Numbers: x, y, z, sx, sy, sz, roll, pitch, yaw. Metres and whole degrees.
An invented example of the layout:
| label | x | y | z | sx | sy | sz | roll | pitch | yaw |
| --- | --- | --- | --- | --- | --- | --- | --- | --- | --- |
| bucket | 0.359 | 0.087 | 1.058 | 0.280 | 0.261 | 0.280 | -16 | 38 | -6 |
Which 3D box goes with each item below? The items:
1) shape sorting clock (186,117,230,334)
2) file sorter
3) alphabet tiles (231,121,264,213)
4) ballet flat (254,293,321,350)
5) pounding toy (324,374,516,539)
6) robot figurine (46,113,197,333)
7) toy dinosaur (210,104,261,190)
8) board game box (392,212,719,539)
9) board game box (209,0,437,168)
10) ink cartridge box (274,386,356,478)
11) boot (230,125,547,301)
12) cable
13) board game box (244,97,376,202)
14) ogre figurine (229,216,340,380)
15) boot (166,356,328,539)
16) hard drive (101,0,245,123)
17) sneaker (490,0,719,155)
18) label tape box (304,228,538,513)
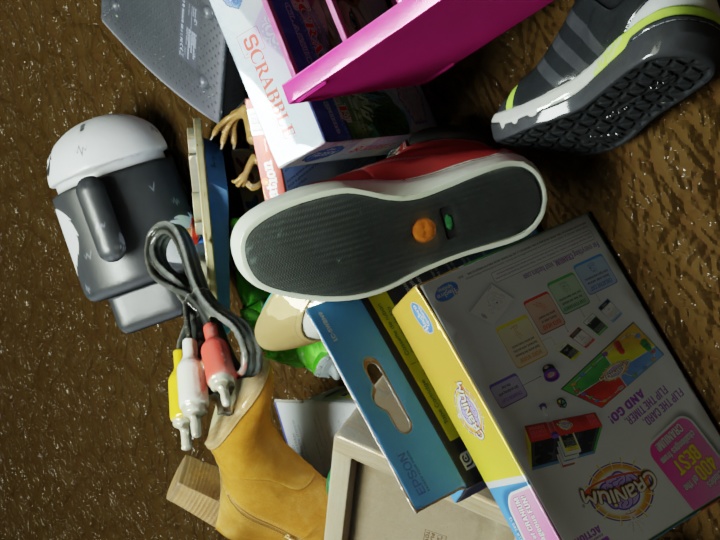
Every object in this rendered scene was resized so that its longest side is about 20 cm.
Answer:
| label | x | y | z | sx | sy | sz | roll | pitch | yaw |
| --- | --- | --- | --- | --- | --- | --- | --- | --- | --- |
| shape sorting clock | -0.136 | -0.031 | 1.248 | 0.200 | 0.039 | 0.203 | 179 | 90 | -83 |
| file sorter | 0.043 | -0.203 | 0.836 | 0.199 | 0.138 | 0.127 | -28 | 82 | 40 |
| alphabet tiles | -0.046 | -0.053 | 1.204 | 0.199 | 0.006 | 0.169 | 6 | 112 | 54 |
| ballet flat | 0.000 | 0.000 | 1.033 | 0.200 | 0.068 | 0.063 | -48 | 51 | 16 |
| pounding toy | 0.056 | 0.149 | 1.050 | 0.198 | 0.142 | 0.186 | 21 | 127 | 19 |
| robot figurine | -0.222 | -0.046 | 1.353 | 0.150 | 0.124 | 0.203 | -15 | 94 | 57 |
| toy dinosaur | -0.062 | -0.125 | 1.145 | 0.105 | 0.060 | 0.203 | 13 | 94 | 47 |
| board game box | 0.130 | 0.079 | 0.890 | 0.202 | 0.152 | 0.040 | 61 | 147 | 13 |
| board game box | -0.034 | -0.173 | 0.961 | 0.041 | 0.199 | 0.202 | -24 | 88 | 24 |
| ink cartridge box | 0.020 | 0.198 | 1.213 | 0.199 | 0.047 | 0.200 | -1 | 108 | 57 |
| boot | 0.006 | -0.044 | 0.930 | 0.144 | 0.197 | 0.073 | -129 | 27 | -67 |
| cable | -0.132 | 0.033 | 1.119 | 0.097 | 0.050 | 0.202 | -43 | 56 | 36 |
| board game box | -0.030 | -0.092 | 1.011 | 0.019 | 0.200 | 0.105 | -4 | 106 | 18 |
| ogre figurine | -0.051 | 0.020 | 1.169 | 0.198 | 0.098 | 0.122 | 6 | 95 | 38 |
| boot | -0.063 | 0.160 | 1.178 | 0.142 | 0.071 | 0.202 | 24 | 132 | -11 |
| hard drive | -0.160 | -0.230 | 1.241 | 0.200 | 0.042 | 0.136 | 42 | 137 | 36 |
| sneaker | 0.149 | -0.130 | 0.852 | 0.199 | 0.071 | 0.084 | -27 | 58 | 57 |
| label tape box | 0.063 | 0.066 | 0.935 | 0.145 | 0.198 | 0.063 | 60 | 146 | 13 |
